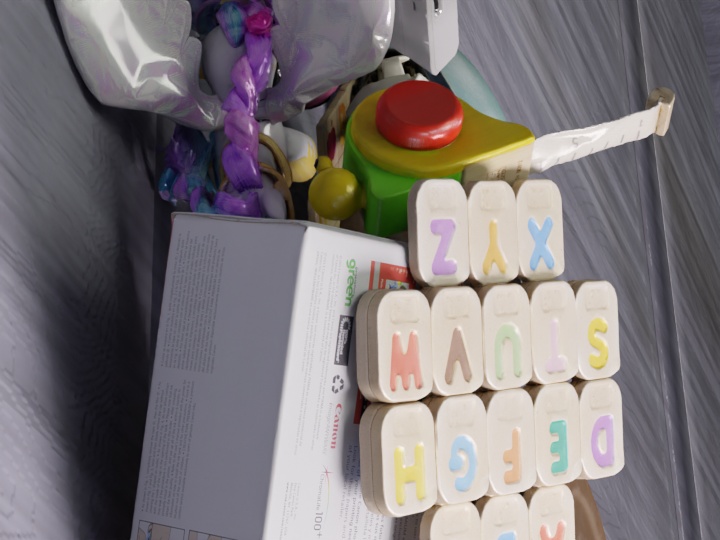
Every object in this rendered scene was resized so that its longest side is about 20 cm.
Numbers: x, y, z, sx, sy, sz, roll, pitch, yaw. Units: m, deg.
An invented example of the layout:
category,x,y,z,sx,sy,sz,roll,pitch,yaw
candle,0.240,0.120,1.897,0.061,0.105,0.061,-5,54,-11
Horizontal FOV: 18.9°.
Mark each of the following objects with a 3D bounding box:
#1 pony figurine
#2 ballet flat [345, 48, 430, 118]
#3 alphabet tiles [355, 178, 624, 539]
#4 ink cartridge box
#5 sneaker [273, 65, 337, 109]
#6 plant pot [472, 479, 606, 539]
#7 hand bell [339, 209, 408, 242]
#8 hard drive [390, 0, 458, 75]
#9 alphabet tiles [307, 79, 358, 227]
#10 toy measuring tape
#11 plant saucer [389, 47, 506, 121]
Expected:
category,x,y,z,sx,sy,sz,roll,pitch,yaw
pony figurine,-0.058,-0.100,1.098,0.200,0.166,0.194,-97,178,-73
ballet flat,0.020,-0.084,1.257,0.200,0.068,0.069,-107,-177,-70
alphabet tiles,0.065,0.055,1.009,0.200,0.015,0.196,-2,91,-52
ink cartridge box,-0.014,0.085,1.001,0.175,0.084,0.201,11,86,-52
sneaker,-0.055,-0.190,1.257,0.086,0.080,0.201,-31,106,-71
plant pot,0.037,0.164,1.136,0.200,0.174,0.201,-14,90,-73
hand bell,0.000,0.000,1.168,0.200,0.104,0.104,132,-36,-53
hard drive,-0.033,-0.195,1.139,0.026,0.200,0.132,-48,160,-17
alphabet tiles,-0.008,-0.010,1.320,0.166,0.006,0.201,-62,151,-65
toy measuring tape,0.057,-0.068,1.058,0.074,0.199,0.074,42,-37,44
plant saucer,0.068,-0.096,1.496,0.201,0.039,0.201,59,-11,18
